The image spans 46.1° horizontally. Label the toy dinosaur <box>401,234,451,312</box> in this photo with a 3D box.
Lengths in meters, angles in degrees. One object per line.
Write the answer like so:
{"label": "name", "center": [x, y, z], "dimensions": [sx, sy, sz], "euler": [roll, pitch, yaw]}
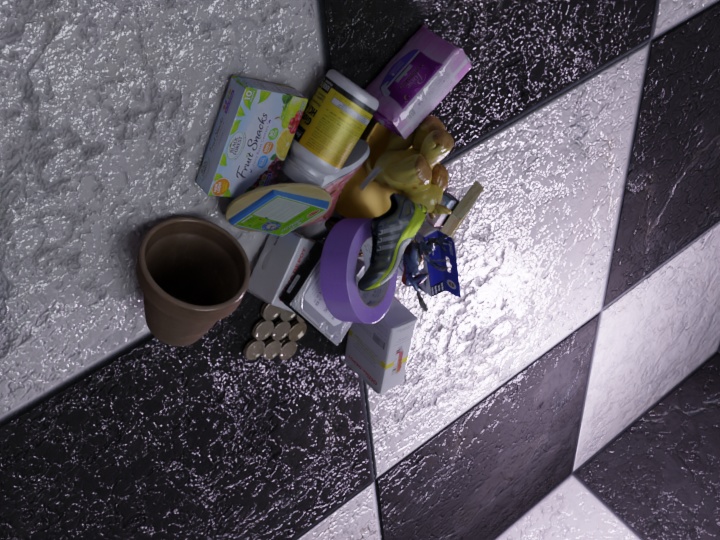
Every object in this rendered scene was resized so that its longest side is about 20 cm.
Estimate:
{"label": "toy dinosaur", "center": [0.118, -0.027, 1.746], "dimensions": [0.104, 0.202, 0.181], "euler": [-35, -179, -29]}

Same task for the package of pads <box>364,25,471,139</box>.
{"label": "package of pads", "center": [0.103, -0.356, 1.603], "dimensions": [0.200, 0.120, 0.076], "euler": [-48, 143, -3]}

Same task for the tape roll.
{"label": "tape roll", "center": [0.000, 0.000, 1.659], "dimensions": [0.199, 0.064, 0.206], "euler": [-11, 102, -59]}

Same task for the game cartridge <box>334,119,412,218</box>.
{"label": "game cartridge", "center": [0.042, -0.181, 1.718], "dimensions": [0.174, 0.033, 0.202], "euler": [29, 102, -29]}

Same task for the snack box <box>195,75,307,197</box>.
{"label": "snack box", "center": [-0.189, -0.226, 1.470], "dimensions": [0.140, 0.053, 0.203], "euler": [0, 123, -44]}

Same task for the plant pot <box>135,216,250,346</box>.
{"label": "plant pot", "center": [-0.310, 0.037, 1.491], "dimensions": [0.197, 0.202, 0.176], "euler": [-14, 151, -37]}

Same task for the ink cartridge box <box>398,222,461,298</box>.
{"label": "ink cartridge box", "center": [0.126, -0.035, 1.838], "dimensions": [0.040, 0.198, 0.202], "euler": [-41, 143, -23]}

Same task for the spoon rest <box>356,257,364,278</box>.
{"label": "spoon rest", "center": [0.008, -0.002, 1.866], "dimensions": [0.100, 0.060, 0.200], "euler": [-51, 162, 3]}

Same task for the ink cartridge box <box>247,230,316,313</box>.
{"label": "ink cartridge box", "center": [-0.115, 0.011, 1.709], "dimensions": [0.199, 0.083, 0.147], "euler": [23, 93, -52]}

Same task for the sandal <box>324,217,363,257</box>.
{"label": "sandal", "center": [-0.010, -0.057, 1.785], "dimensions": [0.055, 0.080, 0.199], "euler": [-55, 147, 8]}

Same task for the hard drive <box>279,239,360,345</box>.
{"label": "hard drive", "center": [-0.065, 0.049, 1.690], "dimensions": [0.141, 0.037, 0.200], "euler": [-56, 142, -11]}

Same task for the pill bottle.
{"label": "pill bottle", "center": [-0.061, -0.249, 1.533], "dimensions": [0.112, 0.112, 0.202], "euler": [20, 107, -51]}

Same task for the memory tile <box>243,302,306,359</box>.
{"label": "memory tile", "center": [-0.164, 0.105, 1.816], "dimensions": [0.151, 0.017, 0.203], "euler": [4, 117, -48]}

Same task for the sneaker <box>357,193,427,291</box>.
{"label": "sneaker", "center": [0.044, -0.055, 1.591], "dimensions": [0.080, 0.074, 0.203], "euler": [33, 80, -20]}

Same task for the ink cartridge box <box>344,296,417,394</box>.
{"label": "ink cartridge box", "center": [0.044, 0.160, 1.972], "dimensions": [0.082, 0.145, 0.203], "euler": [-19, 134, -35]}

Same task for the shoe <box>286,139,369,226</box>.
{"label": "shoe", "center": [-0.060, -0.169, 1.645], "dimensions": [0.198, 0.072, 0.092], "euler": [-36, 143, -9]}

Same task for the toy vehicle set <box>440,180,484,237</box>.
{"label": "toy vehicle set", "center": [0.207, -0.099, 1.917], "dimensions": [0.125, 0.026, 0.201], "euler": [-51, 173, -37]}

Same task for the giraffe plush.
{"label": "giraffe plush", "center": [0.114, -0.180, 1.647], "dimensions": [0.199, 0.174, 0.162], "euler": [-39, 129, 9]}

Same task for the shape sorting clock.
{"label": "shape sorting clock", "center": [-0.149, -0.115, 1.539], "dimensions": [0.195, 0.040, 0.201], "euler": [-7, 159, -3]}

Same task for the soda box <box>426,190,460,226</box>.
{"label": "soda box", "center": [0.166, -0.141, 1.833], "dimensions": [0.069, 0.063, 0.200], "euler": [-56, 172, 10]}
